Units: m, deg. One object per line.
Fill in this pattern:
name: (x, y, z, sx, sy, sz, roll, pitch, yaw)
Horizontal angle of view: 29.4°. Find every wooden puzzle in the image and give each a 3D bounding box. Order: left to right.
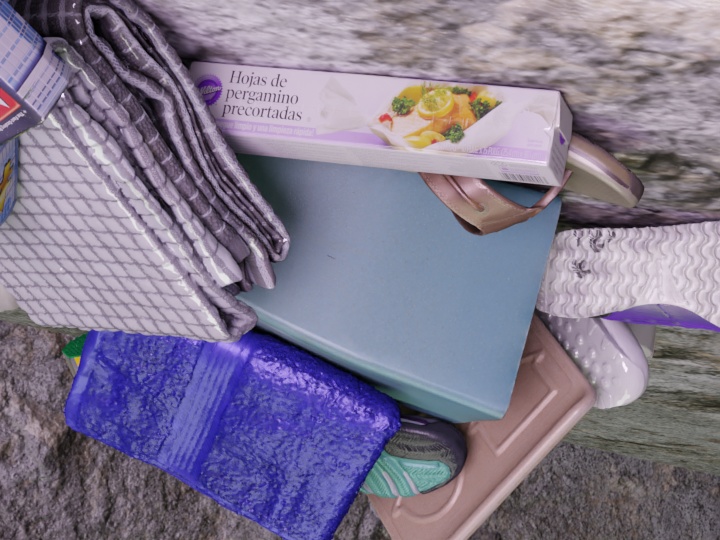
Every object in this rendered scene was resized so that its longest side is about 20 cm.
wooden puzzle: (0.071, 0.100, 0.992, 0.046, 0.185, 0.200, 28, -160, -38)

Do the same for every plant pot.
plant pot: (0.000, 0.000, 0.880, 0.199, 0.142, 0.141, 18, 170, -7)

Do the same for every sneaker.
sneaker: (-0.006, 0.110, 0.983, 0.199, 0.088, 0.075, -7, 123, 34)
sneaker: (0.163, 0.037, 0.999, 0.080, 0.077, 0.200, 0, -158, -21)
sneaker: (0.214, 0.004, 0.881, 0.199, 0.070, 0.099, 6, 180, 26)

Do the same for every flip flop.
flip flop: (0.053, -0.049, 0.738, 0.199, 0.058, 0.081, 8, 171, 17)

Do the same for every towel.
towel: (-0.143, -0.054, 0.704, 0.165, 0.086, 0.200, 2, 141, 37)
towel: (-0.086, 0.094, 0.863, 0.199, 0.050, 0.148, 25, 133, 0)

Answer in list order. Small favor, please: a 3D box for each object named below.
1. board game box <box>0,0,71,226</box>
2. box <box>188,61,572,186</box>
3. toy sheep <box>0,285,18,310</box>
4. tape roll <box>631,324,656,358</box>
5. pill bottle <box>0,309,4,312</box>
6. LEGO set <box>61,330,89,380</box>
board game box: (-0.203, -0.086, 0.562, 0.199, 0.062, 0.200, -16, 129, 45)
box: (0.006, -0.075, 0.695, 0.199, 0.039, 0.041, 7, 169, 20)
toy sheep: (-0.223, -0.029, 0.987, 0.199, 0.139, 0.138, -3, 172, -5)
tape roll: (0.168, 0.044, 1.246, 0.202, 0.037, 0.203, 10, 171, 2)
pill bottle: (-0.380, -0.039, 1.138, 0.199, 0.113, 0.113, 14, 171, -17)
LEGO set: (-0.116, 0.063, 1.002, 0.153, 0.116, 0.200, -13, -156, 12)
